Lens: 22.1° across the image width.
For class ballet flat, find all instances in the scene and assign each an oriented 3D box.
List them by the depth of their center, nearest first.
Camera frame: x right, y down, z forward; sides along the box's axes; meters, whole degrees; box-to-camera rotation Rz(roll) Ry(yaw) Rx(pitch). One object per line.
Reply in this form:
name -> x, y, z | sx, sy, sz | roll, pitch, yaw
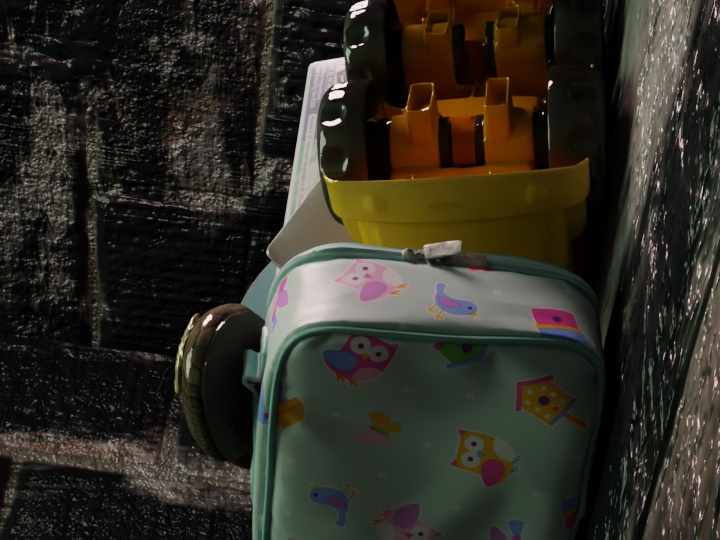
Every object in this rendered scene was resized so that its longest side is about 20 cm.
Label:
ballet flat -> -0.065, 0.059, 0.891 | 0.200, 0.046, 0.068 | 61, -131, -74

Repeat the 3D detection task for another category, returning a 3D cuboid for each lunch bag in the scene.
lunch bag -> 0.024, 0.078, 0.838 | 0.077, 0.159, 0.201 | -84, 0, -54

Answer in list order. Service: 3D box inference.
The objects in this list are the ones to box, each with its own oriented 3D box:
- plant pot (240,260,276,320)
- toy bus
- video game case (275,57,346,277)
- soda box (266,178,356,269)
plant pot -> 0.020, 0.080, 1.243 | 0.135, 0.199, 0.202 | -129, 44, -65
toy bus -> 0.065, -0.035, 0.940 | 0.201, 0.135, 0.193 | -79, -19, -53
video game case -> 0.036, -0.047, 1.099 | 0.023, 0.181, 0.201 | 41, -130, -51
soda box -> 0.031, -0.067, 1.043 | 0.200, 0.064, 0.068 | -54, -4, -2
